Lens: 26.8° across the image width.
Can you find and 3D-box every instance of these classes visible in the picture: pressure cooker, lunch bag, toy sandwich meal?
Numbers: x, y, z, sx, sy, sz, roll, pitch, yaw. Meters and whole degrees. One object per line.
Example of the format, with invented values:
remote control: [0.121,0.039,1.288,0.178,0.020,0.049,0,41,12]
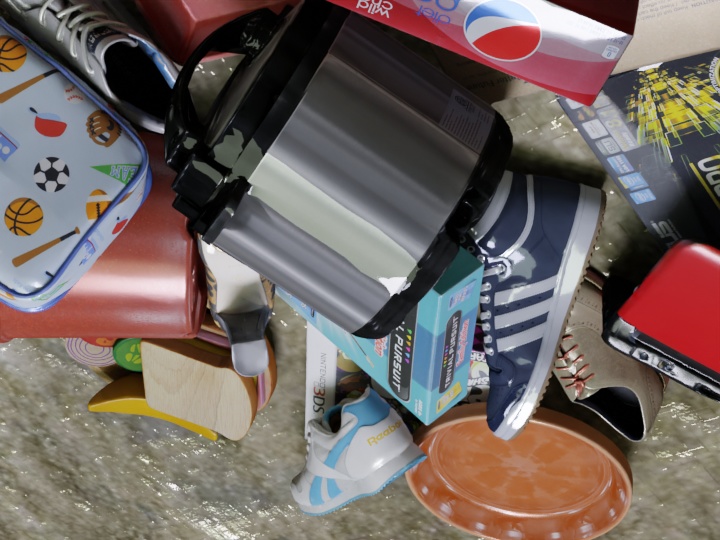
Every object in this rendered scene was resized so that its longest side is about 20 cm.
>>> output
pressure cooker: [-0.025,-0.077,0.954,0.199,0.179,0.176,33,-178,-9]
lunch bag: [-0.253,-0.076,1.028,0.200,0.161,0.076,38,171,1]
toy sandwich meal: [-0.173,0.084,1.343,0.203,0.071,0.206,9,139,8]

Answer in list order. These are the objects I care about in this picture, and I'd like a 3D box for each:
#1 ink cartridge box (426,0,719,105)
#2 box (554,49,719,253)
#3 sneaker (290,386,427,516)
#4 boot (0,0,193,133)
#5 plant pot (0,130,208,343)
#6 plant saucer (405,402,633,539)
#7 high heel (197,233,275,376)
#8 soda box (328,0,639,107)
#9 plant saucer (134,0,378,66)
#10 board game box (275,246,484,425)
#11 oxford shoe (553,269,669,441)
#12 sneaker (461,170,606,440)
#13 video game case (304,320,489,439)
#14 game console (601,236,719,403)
ink cartridge box: [0.124,-0.199,0.927,0.199,0.075,0.165,-11,133,28]
box: [0.249,-0.091,1.027,0.160,0.049,0.200,-14,132,34]
sneaker: [-0.013,0.159,1.325,0.081,0.076,0.200,57,148,3]
boot: [-0.188,-0.173,1.034,0.200,0.074,0.095,42,177,-36]
plant pot: [-0.213,-0.031,1.150,0.193,0.202,0.202,5,139,1]
plant saucer: [0.138,0.175,1.320,0.198,0.033,0.201,8,141,7]
high heel: [-0.090,-0.037,1.139,0.071,0.143,0.202,0,109,-9]
soda box: [0.059,-0.171,0.871,0.199,0.070,0.064,21,141,-4]
plant saucer: [-0.080,-0.237,0.984,0.198,0.037,0.201,-8,133,26]
board game box: [0.000,0.000,1.133,0.200,0.047,0.152,40,148,28]
oxford shoe: [0.175,0.059,1.196,0.200,0.075,0.070,39,136,-23]
sneaker: [0.101,0.020,1.126,0.108,0.070,0.202,17,101,-5]
video game case: [0.049,0.104,1.318,0.198,0.036,0.182,11,140,6]
game console: [0.287,0.040,1.095,0.199,0.173,0.119,28,111,-2]
